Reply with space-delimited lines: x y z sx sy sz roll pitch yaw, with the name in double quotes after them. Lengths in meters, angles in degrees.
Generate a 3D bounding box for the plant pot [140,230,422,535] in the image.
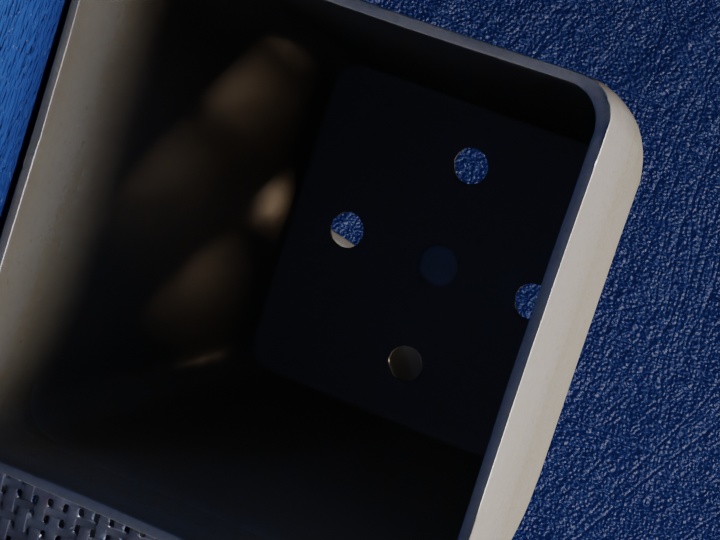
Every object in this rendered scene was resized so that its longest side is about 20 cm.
-0.080 0.090 1.473 0.174 0.200 0.200 -43 -155 56 "plant pot"

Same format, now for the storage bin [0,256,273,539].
-0.096 0.031 1.192 0.135 0.094 0.200 -73 -178 -55 "storage bin"

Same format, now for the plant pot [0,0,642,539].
0.000 0.000 0.983 0.177 0.200 0.200 -3 113 -67 "plant pot"
